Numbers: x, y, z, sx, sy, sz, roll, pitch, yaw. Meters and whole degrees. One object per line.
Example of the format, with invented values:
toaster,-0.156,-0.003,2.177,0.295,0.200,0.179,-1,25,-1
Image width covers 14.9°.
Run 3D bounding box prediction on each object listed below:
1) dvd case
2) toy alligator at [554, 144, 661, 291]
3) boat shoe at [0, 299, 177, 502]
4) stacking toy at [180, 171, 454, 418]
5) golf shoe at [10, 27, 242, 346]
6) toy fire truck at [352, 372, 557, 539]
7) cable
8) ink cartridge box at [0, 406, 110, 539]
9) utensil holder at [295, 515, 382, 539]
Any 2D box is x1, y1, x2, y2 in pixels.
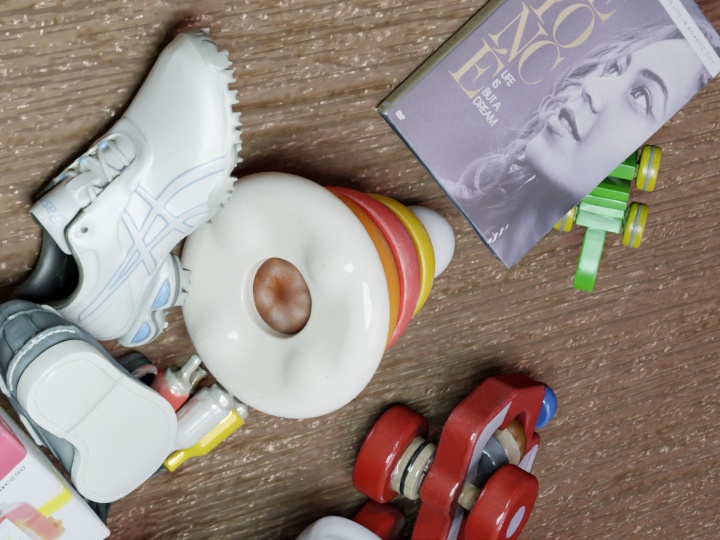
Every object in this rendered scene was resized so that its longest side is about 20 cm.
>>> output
dvd case,0.124,-0.117,1.711,0.200,0.016,0.149,-44,123,-5
toy alligator,0.167,-0.083,1.802,0.054,0.059,0.200,-71,172,-65
boat shoe,-0.161,0.073,1.577,0.073,0.062,0.200,-42,154,-6
stacking toy,0.000,0.000,1.667,0.200,0.146,0.146,-18,137,-54
golf shoe,-0.131,-0.042,1.525,0.097,0.078,0.200,-1,123,-37
toy fire truck,0.075,0.151,1.891,0.168,0.112,0.200,-41,151,-50
cable,-0.147,0.127,1.680,0.200,0.050,0.097,-53,139,7
ink cartridge box,-0.242,0.139,1.538,0.145,0.083,0.200,-42,155,-5
utensil holder,-0.050,0.284,1.784,0.200,0.170,0.170,-39,146,19
